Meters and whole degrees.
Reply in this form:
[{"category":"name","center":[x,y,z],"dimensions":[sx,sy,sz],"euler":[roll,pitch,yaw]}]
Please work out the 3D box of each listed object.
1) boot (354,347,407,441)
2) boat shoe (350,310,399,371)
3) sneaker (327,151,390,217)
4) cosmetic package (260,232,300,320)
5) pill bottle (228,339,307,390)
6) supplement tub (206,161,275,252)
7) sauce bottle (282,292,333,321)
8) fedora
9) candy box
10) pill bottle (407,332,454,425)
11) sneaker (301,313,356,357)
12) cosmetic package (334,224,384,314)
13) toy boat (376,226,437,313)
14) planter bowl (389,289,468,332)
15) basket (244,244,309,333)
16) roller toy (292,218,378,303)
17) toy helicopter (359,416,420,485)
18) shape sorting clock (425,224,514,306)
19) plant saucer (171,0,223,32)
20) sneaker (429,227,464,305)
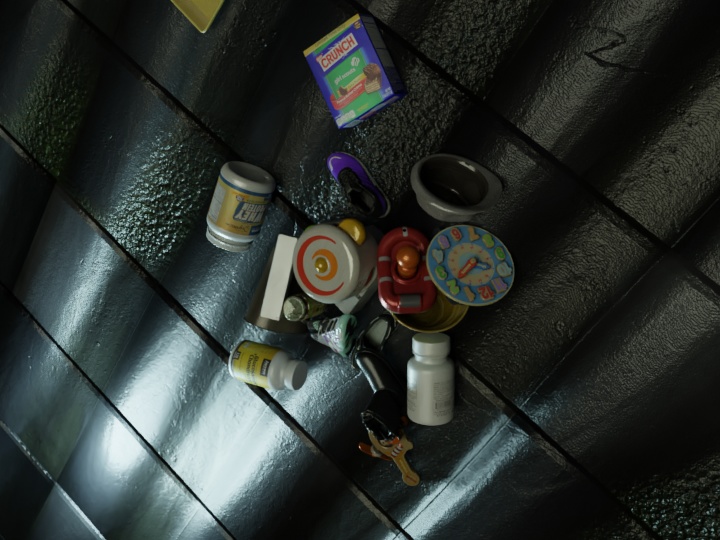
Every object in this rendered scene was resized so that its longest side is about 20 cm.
[{"category":"boot","center":[0.041,0.303,1.654],"dimensions":[0.073,0.163,0.198],"euler":[-32,106,37]},{"category":"boat shoe","center":[0.024,0.181,1.720],"dimensions":[0.075,0.060,0.201],"euler":[37,116,16]},{"category":"sneaker","center":[-0.014,-0.205,1.624],"dimensions":[0.200,0.099,0.070],"euler":[47,117,10]},{"category":"cosmetic package","center":[-0.192,0.013,1.646],"dimensions":[0.050,0.083,0.201],"euler":[13,95,-2]},{"category":"pill bottle","center":[-0.248,0.261,1.856],"dimensions":[0.199,0.112,0.113],"euler":[11,107,26]},{"category":"supplement tub","center":[-0.312,-0.164,1.769],"dimensions":[0.144,0.145,0.201],"euler":[31,115,18]},{"category":"sauce bottle","center":[-0.121,0.081,1.691],"dimensions":[0.064,0.200,0.065],"euler":[2,97,21]},{"category":"fedora","center":[0.200,-0.167,1.505],"dimensions":[0.199,0.177,0.090],"euler":[21,142,7]},{"category":"candy box","center":[-0.013,-0.456,1.577],"dimensions":[0.169,0.077,0.201],"euler":[-25,88,31]},{"category":"pill bottle","center":[0.168,0.254,1.629],"dimensions":[0.114,0.114,0.201],"euler":[6,105,27]},{"category":"sneaker","center":[-0.084,0.143,1.700],"dimensions":[0.139,0.078,0.200],"euler":[25,153,11]},{"category":"cosmetic package","center":[0.000,0.000,1.677],"dimensions":[0.113,0.081,0.200],"euler":[42,119,16]},{"category":"toy boat","center":[0.103,-0.011,1.506],"dimensions":[0.130,0.131,0.201],"euler":[-2,61,-2]},{"category":"planter bowl","center":[0.148,0.070,1.588],"dimensions":[0.200,0.200,0.084],"euler":[36,154,16]},{"category":"basket","center":[-0.189,0.044,1.757],"dimensions":[0.136,0.180,0.201],"euler":[31,108,54]},{"category":"roller toy","center":[-0.057,-0.022,1.578],"dimensions":[0.199,0.140,0.183],"euler":[-8,96,31]},{"category":"toy helicopter","center":[0.085,0.469,1.752],"dimensions":[0.132,0.079,0.201],"euler":[-25,102,24]},{"category":"shape sorting clock","center":[0.240,-0.015,1.492],"dimensions":[0.200,0.200,0.039],"euler":[46,154,11]},{"category":"plant saucer","center":[-0.398,-0.742,1.732],"dimensions":[0.200,0.048,0.200],"euler":[47,119,10]},{"category":"sneaker","center":[0.217,-0.009,1.562],"dimensions":[0.070,0.082,0.201],"euler":[-52,46,49]}]
